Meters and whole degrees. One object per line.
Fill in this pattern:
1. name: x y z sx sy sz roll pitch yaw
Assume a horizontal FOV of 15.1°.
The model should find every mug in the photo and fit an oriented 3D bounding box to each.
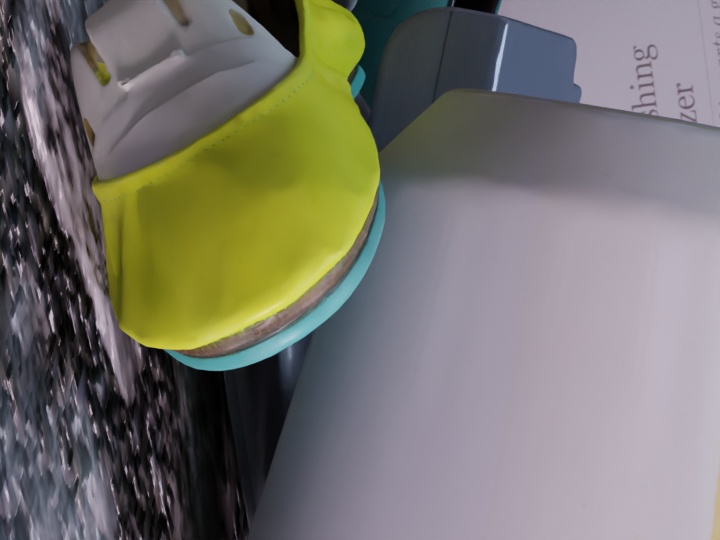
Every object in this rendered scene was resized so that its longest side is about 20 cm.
1. mug: 0.062 0.043 0.633 0.149 0.186 0.154 11 -87 55

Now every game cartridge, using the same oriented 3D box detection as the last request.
1. game cartridge: 0.024 0.030 0.751 0.133 0.041 0.201 -6 103 -78

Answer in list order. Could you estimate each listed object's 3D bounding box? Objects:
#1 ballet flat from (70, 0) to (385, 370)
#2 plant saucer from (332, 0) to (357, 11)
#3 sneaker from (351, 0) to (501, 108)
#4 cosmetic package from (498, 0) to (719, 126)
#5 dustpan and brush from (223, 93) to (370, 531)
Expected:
1. ballet flat: -0.034 -0.039 0.608 0.067 0.067 0.200 58 10 -15
2. plant saucer: -0.014 -0.177 0.816 0.200 0.050 0.201 -173 -90 -84
3. sneaker: 0.014 -0.122 0.983 0.071 0.080 0.201 61 22 -72
4. cosmetic package: 0.094 -0.072 1.104 0.165 0.199 0.165 -16 98 -85
5. dustpan and brush: 0.000 0.000 0.807 0.200 0.057 0.140 -37 119 -82
